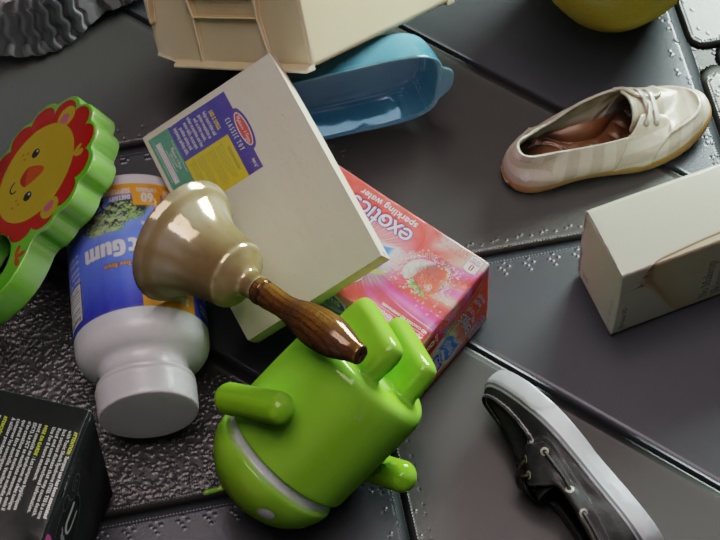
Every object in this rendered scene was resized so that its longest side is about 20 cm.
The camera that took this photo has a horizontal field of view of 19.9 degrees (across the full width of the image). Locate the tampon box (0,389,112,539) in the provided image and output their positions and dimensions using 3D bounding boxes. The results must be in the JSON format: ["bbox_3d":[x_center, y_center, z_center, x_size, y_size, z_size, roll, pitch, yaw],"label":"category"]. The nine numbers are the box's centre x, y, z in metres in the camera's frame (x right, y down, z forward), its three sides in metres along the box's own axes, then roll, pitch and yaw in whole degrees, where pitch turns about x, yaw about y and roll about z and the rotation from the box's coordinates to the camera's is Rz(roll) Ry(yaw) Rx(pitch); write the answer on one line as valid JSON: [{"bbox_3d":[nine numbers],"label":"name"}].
[{"bbox_3d":[-0.311,0.172,1.587,0.199,0.150,0.127,12,60,9],"label":"tampon box"}]

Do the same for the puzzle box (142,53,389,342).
[{"bbox_3d":[-0.078,-0.060,1.670,0.133,0.025,0.201,-32,74,12],"label":"puzzle box"}]

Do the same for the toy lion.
[{"bbox_3d":[-0.282,-0.046,1.707,0.191,0.069,0.201,-16,51,38],"label":"toy lion"}]

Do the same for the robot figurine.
[{"bbox_3d":[-0.033,0.118,1.602,0.200,0.175,0.116,-46,45,13],"label":"robot figurine"}]

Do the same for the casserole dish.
[{"bbox_3d":[-0.019,-0.159,1.794,0.199,0.121,0.039,-13,68,-6],"label":"casserole dish"}]

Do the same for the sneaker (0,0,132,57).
[{"bbox_3d":[-0.278,-0.262,1.904,0.199,0.075,0.082,-26,47,-21],"label":"sneaker"}]

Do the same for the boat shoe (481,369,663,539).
[{"bbox_3d":[0.158,0.163,1.633,0.057,0.069,0.200,-35,67,-17],"label":"boat shoe"}]

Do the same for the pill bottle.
[{"bbox_3d":[-0.183,0.031,1.692,0.111,0.112,0.201,-8,59,-3],"label":"pill bottle"}]

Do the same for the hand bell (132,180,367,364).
[{"bbox_3d":[-0.070,0.018,1.565,0.200,0.104,0.104,30,63,33],"label":"hand bell"}]

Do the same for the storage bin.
[{"bbox_3d":[-0.056,-0.250,1.791,0.198,0.094,0.200,8,29,42],"label":"storage bin"}]

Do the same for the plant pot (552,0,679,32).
[{"bbox_3d":[0.233,-0.299,1.862,0.199,0.142,0.201,-1,59,1],"label":"plant pot"}]

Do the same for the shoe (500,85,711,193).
[{"bbox_3d":[0.220,-0.121,1.807,0.199,0.053,0.070,-20,61,-10],"label":"shoe"}]

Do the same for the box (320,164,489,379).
[{"bbox_3d":[0.000,0.000,1.716,0.200,0.095,0.103,35,68,19],"label":"box"}]

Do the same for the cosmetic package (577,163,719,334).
[{"bbox_3d":[0.289,-0.030,1.724,0.199,0.104,0.073,-21,61,-10],"label":"cosmetic package"}]
